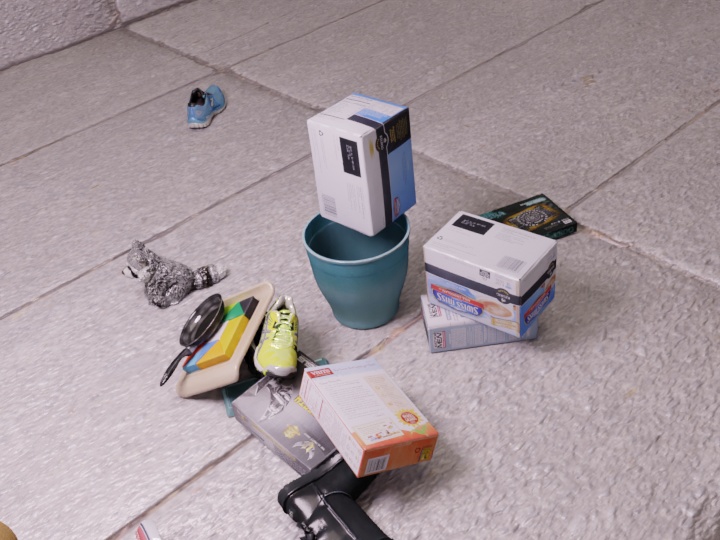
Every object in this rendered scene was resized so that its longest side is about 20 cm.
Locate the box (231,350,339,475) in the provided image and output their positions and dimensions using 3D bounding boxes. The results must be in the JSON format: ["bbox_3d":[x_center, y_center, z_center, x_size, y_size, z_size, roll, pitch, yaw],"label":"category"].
[{"bbox_3d":[-0.090,0.237,1.354,0.158,0.049,0.200,-35,50,-30],"label":"box"}]

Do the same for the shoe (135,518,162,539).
[{"bbox_3d":[-0.303,0.436,1.126,0.090,0.072,0.200,-15,42,-19],"label":"shoe"}]

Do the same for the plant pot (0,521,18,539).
[{"bbox_3d":[-0.551,0.433,1.107,0.185,0.188,0.200,-1,24,9],"label":"plant pot"}]

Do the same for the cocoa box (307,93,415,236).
[{"bbox_3d":[0.006,-0.191,1.464,0.133,0.201,0.131,23,46,35],"label":"cocoa box"}]

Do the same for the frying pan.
[{"bbox_3d":[-0.287,0.117,1.452,0.115,0.031,0.191,-33,31,30],"label":"frying pan"}]

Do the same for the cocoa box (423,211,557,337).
[{"bbox_3d":[0.229,0.004,1.450,0.199,0.132,0.133,21,45,33],"label":"cocoa box"}]

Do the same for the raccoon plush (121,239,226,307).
[{"bbox_3d":[-0.388,-0.018,1.684,0.199,0.135,0.097,-29,41,-26],"label":"raccoon plush"}]

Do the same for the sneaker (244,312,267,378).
[{"bbox_3d":[-0.179,0.122,1.508,0.087,0.076,0.200,-14,30,-19],"label":"sneaker"}]

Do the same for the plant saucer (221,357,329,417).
[{"bbox_3d":[-0.145,0.202,1.452,0.199,0.019,0.070,-16,38,-10],"label":"plant saucer"}]

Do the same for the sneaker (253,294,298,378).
[{"bbox_3d":[-0.141,0.111,1.398,0.075,0.077,0.200,6,26,-12],"label":"sneaker"}]

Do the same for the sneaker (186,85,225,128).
[{"bbox_3d":[-0.442,-0.486,2.345,0.078,0.090,0.201,1,37,11],"label":"sneaker"}]

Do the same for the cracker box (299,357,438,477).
[{"bbox_3d":[0.009,0.220,1.260,0.133,0.058,0.200,-5,33,-31],"label":"cracker box"}]

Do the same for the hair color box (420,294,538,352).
[{"bbox_3d":[0.216,0.084,1.507,0.198,0.061,0.099,-7,37,-1],"label":"hair color box"}]

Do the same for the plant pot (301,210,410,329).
[{"bbox_3d":[0.000,0.000,1.549,0.199,0.189,0.201,-4,37,3],"label":"plant pot"}]

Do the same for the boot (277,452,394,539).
[{"bbox_3d":[-0.009,0.348,1.192,0.197,0.074,0.162,-24,43,-25],"label":"boot"}]

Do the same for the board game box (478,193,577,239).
[{"bbox_3d":[0.339,-0.096,1.747,0.199,0.028,0.135,-18,38,-13],"label":"board game box"}]

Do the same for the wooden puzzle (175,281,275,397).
[{"bbox_3d":[-0.245,0.119,1.457,0.184,0.037,0.201,-21,40,42],"label":"wooden puzzle"}]
